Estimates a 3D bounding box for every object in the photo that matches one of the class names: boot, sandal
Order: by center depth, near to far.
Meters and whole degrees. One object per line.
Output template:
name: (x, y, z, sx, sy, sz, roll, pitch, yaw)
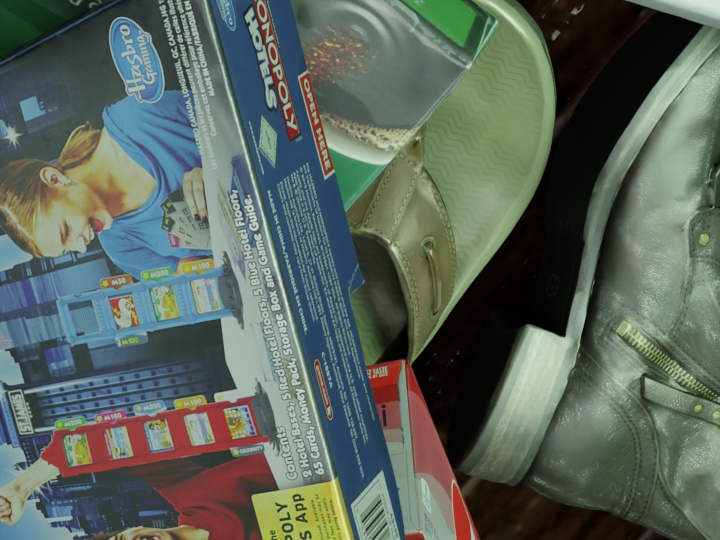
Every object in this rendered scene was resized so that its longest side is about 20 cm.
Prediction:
sandal: (0.000, 0.001, 0.820, 0.080, 0.057, 0.201, 27, 103, -12)
boot: (0.138, 0.020, 0.847, 0.174, 0.069, 0.200, 23, 100, -10)

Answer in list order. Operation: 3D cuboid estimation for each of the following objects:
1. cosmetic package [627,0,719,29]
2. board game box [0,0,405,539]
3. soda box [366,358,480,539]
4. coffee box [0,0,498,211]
cosmetic package: (0.137, -0.166, 0.748, 0.101, 0.071, 0.200, 17, 96, 2)
board game box: (-0.100, 0.024, 0.726, 0.200, 0.062, 0.200, -10, 103, 21)
soda box: (0.007, 0.110, 0.842, 0.070, 0.063, 0.200, -10, 144, 8)
coffee box: (-0.066, -0.037, 0.766, 0.123, 0.044, 0.200, 39, 120, -7)
